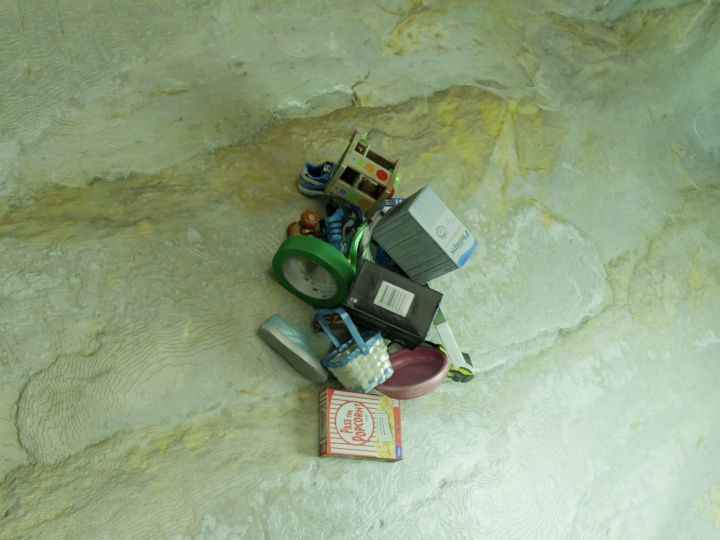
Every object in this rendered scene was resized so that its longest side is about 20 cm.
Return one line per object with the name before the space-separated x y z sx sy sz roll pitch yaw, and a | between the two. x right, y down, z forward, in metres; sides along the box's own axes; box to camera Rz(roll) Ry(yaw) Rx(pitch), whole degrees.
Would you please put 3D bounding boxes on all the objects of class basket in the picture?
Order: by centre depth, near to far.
basket | -0.025 0.174 1.537 0.139 0.176 0.200 -38 100 -19

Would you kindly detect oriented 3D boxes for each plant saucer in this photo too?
plant saucer | 0.122 0.254 1.629 0.200 0.200 0.051 -31 113 -37

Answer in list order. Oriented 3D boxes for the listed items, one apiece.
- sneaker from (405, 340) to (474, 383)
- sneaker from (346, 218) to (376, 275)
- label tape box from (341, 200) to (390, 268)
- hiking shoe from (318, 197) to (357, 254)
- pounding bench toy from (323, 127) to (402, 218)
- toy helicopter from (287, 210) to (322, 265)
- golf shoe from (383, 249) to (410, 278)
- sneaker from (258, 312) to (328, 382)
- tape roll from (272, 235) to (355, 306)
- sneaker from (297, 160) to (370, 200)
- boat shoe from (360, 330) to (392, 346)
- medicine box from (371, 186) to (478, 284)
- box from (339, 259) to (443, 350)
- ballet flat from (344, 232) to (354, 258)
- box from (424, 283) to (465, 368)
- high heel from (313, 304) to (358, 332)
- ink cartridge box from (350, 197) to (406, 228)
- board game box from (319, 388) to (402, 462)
sneaker | 0.207 0.227 1.762 0.199 0.075 0.085 28 31 -9
sneaker | 0.008 -0.030 1.680 0.085 0.078 0.201 11 93 1
label tape box | 0.032 -0.120 1.826 0.200 0.066 0.144 35 54 -8
hiking shoe | -0.076 -0.087 1.671 0.087 0.074 0.201 34 45 -19
pounding bench toy | 0.025 -0.263 1.721 0.155 0.124 0.201 28 54 -10
toy helicopter | -0.094 -0.059 1.722 0.199 0.079 0.133 22 50 -34
golf shoe | 0.134 0.008 1.813 0.088 0.077 0.201 -22 94 -65
sneaker | -0.142 0.176 1.575 0.200 0.074 0.082 44 55 -6
tape roll | -0.112 0.004 1.597 0.200 0.200 0.048 36 54 -9
sneaker | -0.068 -0.242 1.780 0.199 0.082 0.074 4 46 -3
boat shoe | 0.030 0.176 1.679 0.076 0.072 0.200 45 52 12
medicine box | 0.158 -0.082 1.686 0.200 0.182 0.103 46 57 -11
box | 0.066 0.083 1.533 0.196 0.200 0.118 24 76 2
ballet flat | 0.000 0.000 1.740 0.071 0.072 0.201 -5 81 -31
box | 0.203 0.138 1.700 0.200 0.036 0.145 -110 174 -63
high heel | -0.011 0.137 1.639 0.199 0.072 0.143 23 45 21
ink cartridge box | 0.077 -0.146 1.798 0.199 0.044 0.094 -2 70 -32
board game box | 0.001 0.367 1.577 0.199 0.046 0.152 11 61 -25
